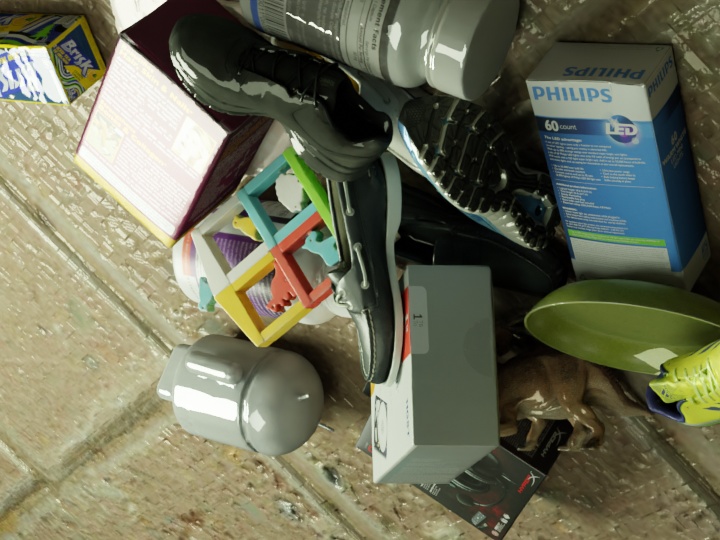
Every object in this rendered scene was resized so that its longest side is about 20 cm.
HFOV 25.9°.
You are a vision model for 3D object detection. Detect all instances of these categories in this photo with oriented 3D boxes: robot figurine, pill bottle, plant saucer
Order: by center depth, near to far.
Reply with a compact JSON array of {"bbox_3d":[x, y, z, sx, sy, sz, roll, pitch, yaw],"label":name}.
[{"bbox_3d":[0.015,-0.211,1.228,0.199,0.114,0.114,24,140,20],"label":"pill bottle"},{"bbox_3d":[0.237,0.046,1.304,0.199,0.031,0.200,11,163,4],"label":"plant saucer"},{"bbox_3d":[-0.072,-0.009,1.504,0.199,0.112,0.112,10,133,34],"label":"pill bottle"},{"bbox_3d":[-0.122,0.134,1.685,0.199,0.113,0.170,10,161,33],"label":"robot figurine"}]

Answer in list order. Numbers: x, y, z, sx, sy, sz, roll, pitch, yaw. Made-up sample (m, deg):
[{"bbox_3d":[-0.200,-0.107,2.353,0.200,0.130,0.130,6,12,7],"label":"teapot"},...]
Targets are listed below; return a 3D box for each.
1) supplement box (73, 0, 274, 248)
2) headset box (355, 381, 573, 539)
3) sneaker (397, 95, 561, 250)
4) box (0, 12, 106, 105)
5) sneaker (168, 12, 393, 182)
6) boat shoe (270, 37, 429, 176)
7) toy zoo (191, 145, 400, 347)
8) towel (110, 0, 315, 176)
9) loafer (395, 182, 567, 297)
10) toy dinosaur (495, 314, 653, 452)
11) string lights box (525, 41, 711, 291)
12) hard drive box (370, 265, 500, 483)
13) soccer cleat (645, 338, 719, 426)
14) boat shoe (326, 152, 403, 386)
[{"bbox_3d":[-0.161,-0.136,1.402,0.131,0.103,0.200,43,144,4],"label":"supplement box"},{"bbox_3d":[0.093,0.159,1.561,0.199,0.077,0.149,33,142,7],"label":"headset box"},{"bbox_3d":[0.084,-0.078,1.293,0.090,0.079,0.200,15,164,43],"label":"sneaker"},{"bbox_3d":[-0.354,-0.215,1.573,0.199,0.064,0.070,9,132,35],"label":"box"},{"bbox_3d":[-0.057,-0.149,1.244,0.199,0.076,0.091,28,158,-18],"label":"sneaker"},{"bbox_3d":[0.002,-0.144,1.340,0.200,0.070,0.071,48,142,-9],"label":"boat shoe"},{"bbox_3d":[-0.073,-0.023,1.426,0.200,0.020,0.132,-40,71,20],"label":"toy zoo"},{"bbox_3d":[-0.136,-0.176,1.456,0.190,0.032,0.201,13,135,29],"label":"towel"},{"bbox_3d":[0.087,-0.017,1.396,0.200,0.070,0.068,22,140,22],"label":"loafer"},{"bbox_3d":[0.168,0.097,1.443,0.199,0.136,0.086,0,172,13],"label":"toy dinosaur"},{"bbox_3d":[0.207,-0.079,1.243,0.102,0.059,0.201,8,132,34],"label":"string lights box"},{"bbox_3d":[0.062,0.097,1.386,0.076,0.157,0.200,1,163,-9],"label":"hard drive box"},{"bbox_3d":[0.274,0.088,1.232,0.083,0.065,0.200,-5,166,-2],"label":"soccer cleat"},{"bbox_3d":[0.000,0.000,1.333,0.076,0.060,0.201,175,92,-74],"label":"boat shoe"}]
